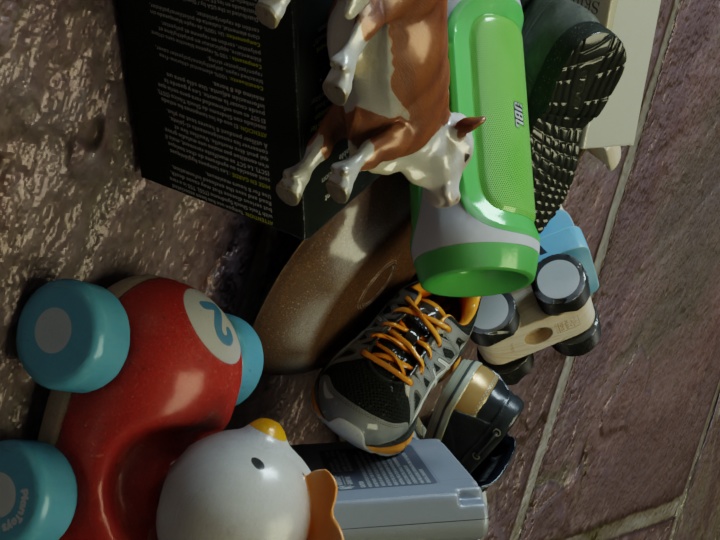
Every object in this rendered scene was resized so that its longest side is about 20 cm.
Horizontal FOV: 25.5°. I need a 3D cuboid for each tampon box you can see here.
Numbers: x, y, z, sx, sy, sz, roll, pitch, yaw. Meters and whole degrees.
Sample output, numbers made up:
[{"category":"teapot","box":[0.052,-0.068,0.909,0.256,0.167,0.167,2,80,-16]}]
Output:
[{"category":"tampon box","box":[-0.042,-0.152,0.885,0.150,0.125,0.202,-42,143,-41]}]

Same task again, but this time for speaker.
[{"category":"speaker","box":[0.068,-0.090,1.017,0.088,0.087,0.203,28,56,-63]}]

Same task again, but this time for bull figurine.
[{"category":"bull figurine","box":[0.010,-0.098,0.808,0.122,0.065,0.202,-47,145,-32]}]

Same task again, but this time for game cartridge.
[{"category":"game cartridge","box":[0.002,0.143,1.033,0.200,0.131,0.042,-143,-134,-83]}]

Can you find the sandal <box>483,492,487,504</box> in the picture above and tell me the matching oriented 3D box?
[{"category":"sandal","box":[0.085,0.203,1.336,0.204,0.049,0.083,-89,-167,-48]}]

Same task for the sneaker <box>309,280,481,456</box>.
[{"category":"sneaker","box":[0.028,0.055,1.099,0.078,0.078,0.200,-61,174,33]}]

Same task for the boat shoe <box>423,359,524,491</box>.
[{"category":"boat shoe","box":[0.080,0.140,1.193,0.075,0.062,0.201,-55,167,-34]}]

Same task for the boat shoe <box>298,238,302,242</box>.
[{"category":"boat shoe","box":[-0.008,-0.090,1.053,0.074,0.066,0.202,-44,144,-42]}]

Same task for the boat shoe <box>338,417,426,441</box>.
[{"category":"boat shoe","box":[0.028,0.142,1.274,0.075,0.068,0.202,-46,145,-38]}]

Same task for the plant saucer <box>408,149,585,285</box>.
[{"category":"plant saucer","box":[0.096,-0.041,1.232,0.200,0.030,0.200,-41,170,-8]}]

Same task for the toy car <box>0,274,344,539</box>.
[{"category":"toy car","box":[-0.082,0.111,0.904,0.184,0.198,0.179,17,93,-63]}]

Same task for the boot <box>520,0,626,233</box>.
[{"category":"boot","box":[0.102,-0.114,1.109,0.067,0.131,0.201,10,120,-34]}]

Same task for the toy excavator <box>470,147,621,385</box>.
[{"category":"toy excavator","box":[0.155,-0.032,1.373,0.192,0.202,0.100,-22,148,5]}]

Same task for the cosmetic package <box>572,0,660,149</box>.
[{"category":"cosmetic package","box":[0.158,-0.198,1.151,0.073,0.103,0.203,-8,111,-48]}]

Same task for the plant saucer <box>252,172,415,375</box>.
[{"category":"plant saucer","box":[0.000,0.000,1.088,0.201,0.037,0.201,-48,166,-16]}]
